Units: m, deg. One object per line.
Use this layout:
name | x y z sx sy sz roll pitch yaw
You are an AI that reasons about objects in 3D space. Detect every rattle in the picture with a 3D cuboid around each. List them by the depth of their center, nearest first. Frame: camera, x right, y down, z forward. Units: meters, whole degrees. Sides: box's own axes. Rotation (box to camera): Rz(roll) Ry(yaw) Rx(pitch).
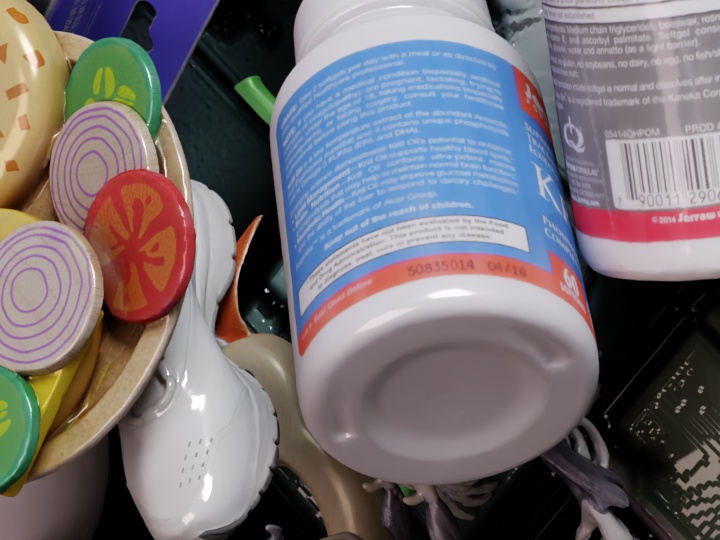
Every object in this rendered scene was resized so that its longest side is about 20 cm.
rattle | -0.073 0.090 1.029 0.130 0.142 0.201 4 107 52

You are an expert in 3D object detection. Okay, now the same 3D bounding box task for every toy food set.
toy food set | -0.149 -0.009 0.969 0.198 0.049 0.201 27 93 33

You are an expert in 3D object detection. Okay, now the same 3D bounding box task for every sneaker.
sneaker | -0.092 0.031 0.997 0.074 0.087 0.200 -33 49 19

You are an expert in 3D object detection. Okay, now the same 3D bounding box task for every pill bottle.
pill bottle | 0.120 -0.105 0.863 0.110 0.111 0.201 0 105 34
pill bottle | 0.023 -0.028 0.912 0.112 0.112 0.201 -40 41 32

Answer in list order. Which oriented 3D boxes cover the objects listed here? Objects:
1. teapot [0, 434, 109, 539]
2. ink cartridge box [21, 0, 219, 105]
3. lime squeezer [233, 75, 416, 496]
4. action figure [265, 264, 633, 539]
teapot | -0.229 0.092 1.127 0.197 0.146 0.201 0 99 35
ink cartridge box | -0.164 -0.134 1.022 0.200 0.043 0.198 34 144 0
lime squeezer | 0.000 0.000 1.021 0.070 0.038 0.201 -25 84 35
action figure | 0.047 0.080 0.965 0.200 0.102 0.119 -51 31 -10
